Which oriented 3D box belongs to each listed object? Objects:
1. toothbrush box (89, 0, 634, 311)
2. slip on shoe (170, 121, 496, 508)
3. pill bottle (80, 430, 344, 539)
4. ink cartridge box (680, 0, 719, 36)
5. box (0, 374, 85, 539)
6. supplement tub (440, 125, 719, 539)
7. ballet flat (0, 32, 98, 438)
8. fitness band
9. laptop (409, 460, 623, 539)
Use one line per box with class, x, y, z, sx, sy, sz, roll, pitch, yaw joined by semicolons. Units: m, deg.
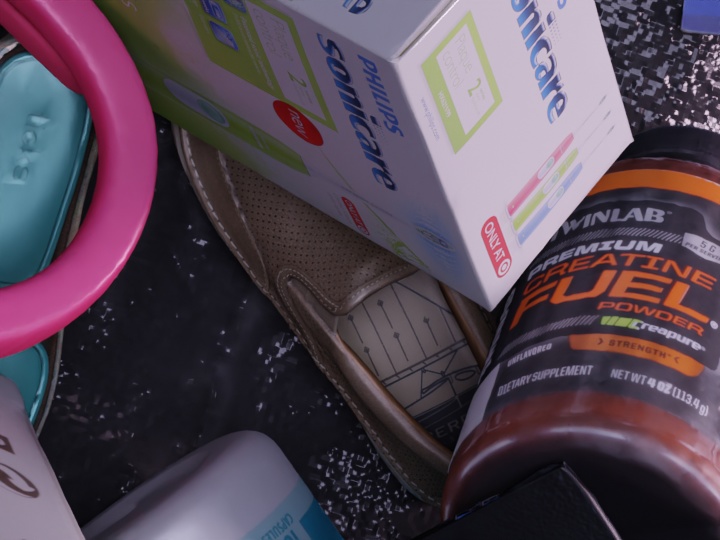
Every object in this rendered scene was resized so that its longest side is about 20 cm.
toothbrush box;-0.021;-0.096;0.893;0.200;0.146;0.086;30;71;29
slip on shoe;0.000;0.000;0.987;0.076;0.061;0.200;-29;94;-10
pill bottle;-0.024;0.164;0.954;0.111;0.111;0.200;-36;95;-9
ink cartridge box;0.181;-0.187;1.037;0.099;0.039;0.200;4;89;-11
box;-0.201;0.118;0.816;0.200;0.199;0.171;21;105;-27
supplement tub;0.098;0.032;0.941;0.107;0.200;0.107;8;128;11
ballet flat;-0.134;0.010;0.963;0.067;0.062;0.200;20;92;-14
fitness band;-0.158;-0.060;0.881;0.200;0.037;0.144;41;64;-3
laptop;0.024;0.192;0.848;0.200;0.103;0.177;-30;104;18
